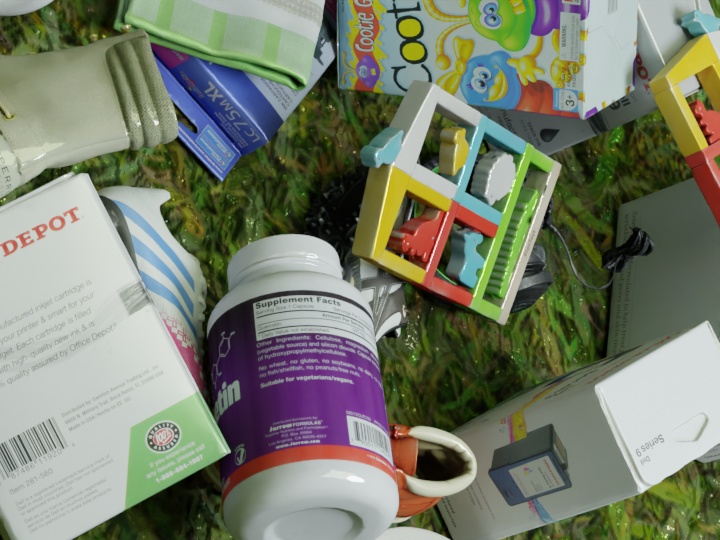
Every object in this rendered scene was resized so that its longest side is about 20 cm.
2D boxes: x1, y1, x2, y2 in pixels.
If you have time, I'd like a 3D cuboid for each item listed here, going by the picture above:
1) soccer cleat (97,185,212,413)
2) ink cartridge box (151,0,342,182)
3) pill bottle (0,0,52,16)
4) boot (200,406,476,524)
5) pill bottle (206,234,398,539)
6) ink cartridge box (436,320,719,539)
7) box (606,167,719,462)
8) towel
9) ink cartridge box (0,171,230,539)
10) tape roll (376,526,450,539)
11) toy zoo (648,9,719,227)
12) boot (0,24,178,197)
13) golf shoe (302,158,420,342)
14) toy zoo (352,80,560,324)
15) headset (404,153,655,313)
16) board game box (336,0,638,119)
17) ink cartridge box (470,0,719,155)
[{"bbox_3d":[-0.127,0.035,1.463,0.086,0.070,0.200,-16,87,-48],"label":"soccer cleat"},{"bbox_3d":[-0.084,-0.171,1.597,0.119,0.042,0.200,48,51,-16],"label":"ink cartridge box"},{"bbox_3d":[-0.223,-0.256,1.421,0.109,0.109,0.200,40,25,-23],"label":"pill bottle"},{"bbox_3d":[-0.016,0.125,1.503,0.200,0.107,0.075,14,69,-34],"label":"boot"},{"bbox_3d":[-0.041,0.080,1.420,0.112,0.112,0.200,19,48,-35],"label":"pill bottle"},{"bbox_3d":[0.162,0.121,1.591,0.145,0.200,0.088,-26,92,-42],"label":"ink cartridge box"},{"bbox_3d":[0.314,0.029,1.756,0.131,0.200,0.199,26,60,-33],"label":"box"},{"bbox_3d":[-0.091,-0.231,1.567,0.149,0.031,0.200,16,53,-12],"label":"towel"},{"bbox_3d":[-0.194,0.059,1.353,0.146,0.084,0.200,-27,93,-15],"label":"ink cartridge box"},{"bbox_3d":[0.032,0.280,1.534,0.203,0.037,0.203,15,66,-37],"label":"tape roll"},{"bbox_3d":[0.288,-0.102,1.631,0.131,0.020,0.200,-30,94,-41],"label":"toy zoo"},{"bbox_3d":[-0.207,-0.117,1.359,0.155,0.200,0.072,-19,128,-14],"label":"boot"},{"bbox_3d":[0.000,0.000,1.595,0.095,0.078,0.200,57,47,-33],"label":"golf shoe"},{"bbox_3d":[0.063,-0.051,1.566,0.200,0.020,0.131,25,82,-48],"label":"toy zoo"},{"bbox_3d":[0.123,-0.027,1.684,0.200,0.094,0.124,13,66,-25],"label":"headset"},{"bbox_3d":[0.094,-0.182,1.614,0.105,0.200,0.103,-31,125,-57],"label":"board game box"},{"bbox_3d":[0.171,-0.180,1.707,0.084,0.200,0.146,-27,94,-43],"label":"ink cartridge box"}]
